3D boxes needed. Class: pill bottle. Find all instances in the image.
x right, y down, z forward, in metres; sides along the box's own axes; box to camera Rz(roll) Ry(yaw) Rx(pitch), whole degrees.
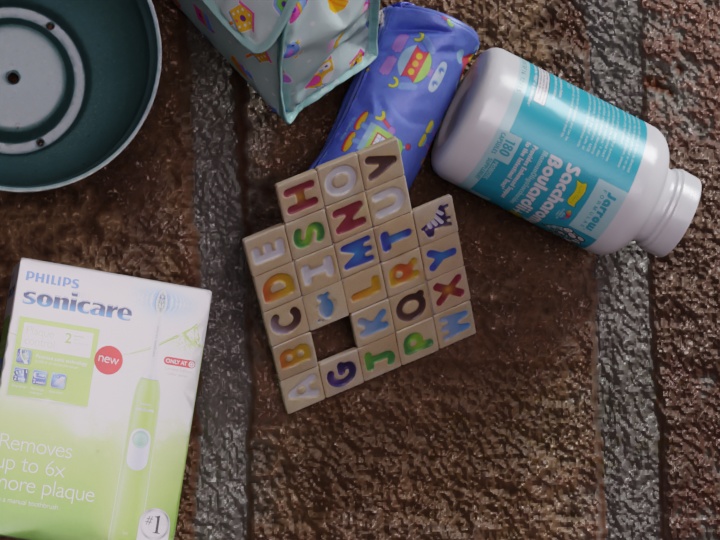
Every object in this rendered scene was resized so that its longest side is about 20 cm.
[{"bbox_3d":[0.163,-0.084,1.642,0.199,0.111,0.111,25,80,-9],"label":"pill bottle"}]

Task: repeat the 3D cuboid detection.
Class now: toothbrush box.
[{"bbox_3d":[-0.200,0.104,1.557,0.144,0.086,0.202,11,82,-12],"label":"toothbrush box"}]

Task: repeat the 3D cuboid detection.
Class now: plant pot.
[{"bbox_3d":[-0.252,-0.149,1.539,0.199,0.134,0.202,1,85,-13],"label":"plant pot"}]

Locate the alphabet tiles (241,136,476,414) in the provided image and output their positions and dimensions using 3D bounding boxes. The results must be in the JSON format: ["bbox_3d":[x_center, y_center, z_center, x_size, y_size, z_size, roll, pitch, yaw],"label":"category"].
[{"bbox_3d":[0.000,0.000,1.592,0.166,0.008,0.201,-22,127,-13],"label":"alphabet tiles"}]

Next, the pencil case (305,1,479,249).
[{"bbox_3d":[0.017,-0.115,1.627,0.086,0.078,0.201,28,80,-17],"label":"pencil case"}]

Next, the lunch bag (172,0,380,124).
[{"bbox_3d":[-0.073,-0.229,1.530,0.122,0.200,0.171,-38,71,-13],"label":"lunch bag"}]
